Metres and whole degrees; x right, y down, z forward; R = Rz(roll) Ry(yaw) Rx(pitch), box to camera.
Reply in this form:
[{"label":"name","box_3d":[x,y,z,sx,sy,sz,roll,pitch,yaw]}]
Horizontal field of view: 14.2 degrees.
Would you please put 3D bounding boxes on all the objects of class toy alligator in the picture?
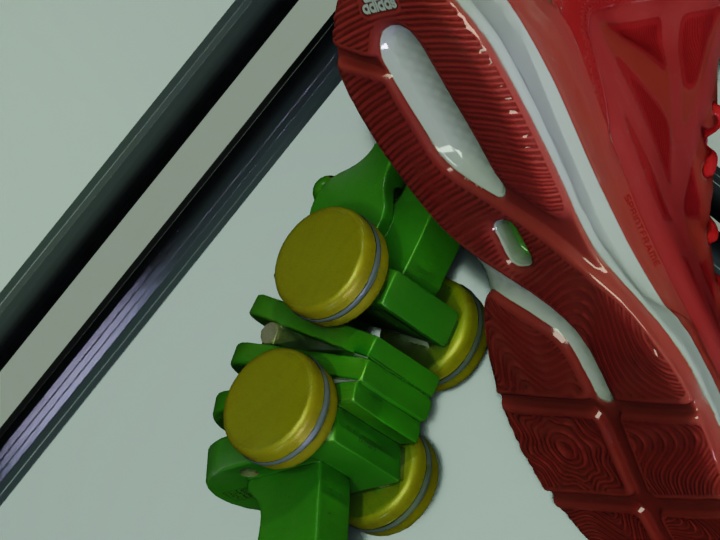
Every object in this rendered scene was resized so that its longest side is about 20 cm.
[{"label":"toy alligator","box_3d":[0.000,0.000,0.769,0.054,0.059,0.201,7,71,41]}]

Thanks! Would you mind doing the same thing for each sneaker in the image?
[{"label":"sneaker","box_3d":[0.083,-0.018,0.751,0.115,0.078,0.201,-41,117,-32]}]
